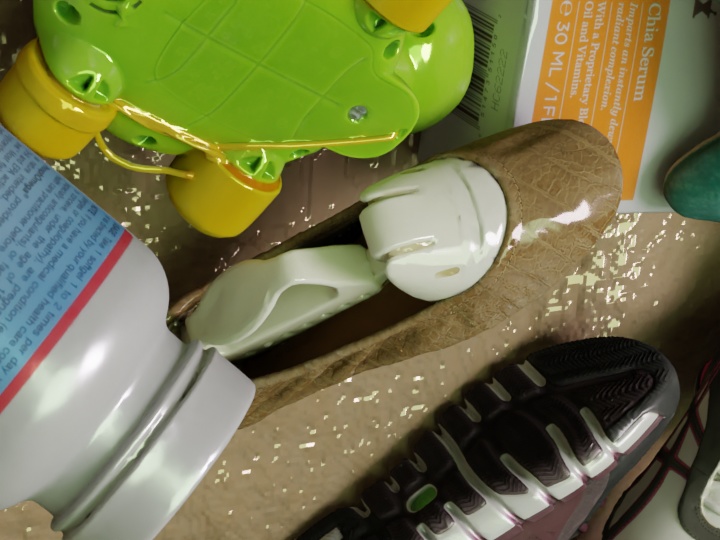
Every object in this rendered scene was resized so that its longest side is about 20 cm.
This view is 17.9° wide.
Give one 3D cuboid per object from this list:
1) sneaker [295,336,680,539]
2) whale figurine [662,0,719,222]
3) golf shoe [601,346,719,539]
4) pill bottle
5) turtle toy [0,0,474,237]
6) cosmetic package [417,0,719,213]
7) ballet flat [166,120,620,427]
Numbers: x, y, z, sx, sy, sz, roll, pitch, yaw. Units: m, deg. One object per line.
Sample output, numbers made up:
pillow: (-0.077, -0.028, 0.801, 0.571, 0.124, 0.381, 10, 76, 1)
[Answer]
sneaker: (0.064, 0.119, 0.991, 0.199, 0.076, 0.116, -34, 128, 1)
whale figurine: (0.189, -0.080, 0.842, 0.158, 0.104, 0.201, 22, 120, -13)
golf shoe: (0.156, 0.085, 0.970, 0.088, 0.077, 0.201, 100, 15, -63)
pill bottle: (-0.136, 0.008, 0.764, 0.200, 0.109, 0.109, 40, 90, -7)
turtle toy: (-0.035, -0.095, 0.820, 0.199, 0.102, 0.146, 25, 121, -36)
cosmetic package: (0.130, -0.081, 0.933, 0.198, 0.071, 0.102, -3, 112, -28)
ballet flat: (0.000, 0.000, 0.846, 0.199, 0.068, 0.072, -25, 160, 23)
